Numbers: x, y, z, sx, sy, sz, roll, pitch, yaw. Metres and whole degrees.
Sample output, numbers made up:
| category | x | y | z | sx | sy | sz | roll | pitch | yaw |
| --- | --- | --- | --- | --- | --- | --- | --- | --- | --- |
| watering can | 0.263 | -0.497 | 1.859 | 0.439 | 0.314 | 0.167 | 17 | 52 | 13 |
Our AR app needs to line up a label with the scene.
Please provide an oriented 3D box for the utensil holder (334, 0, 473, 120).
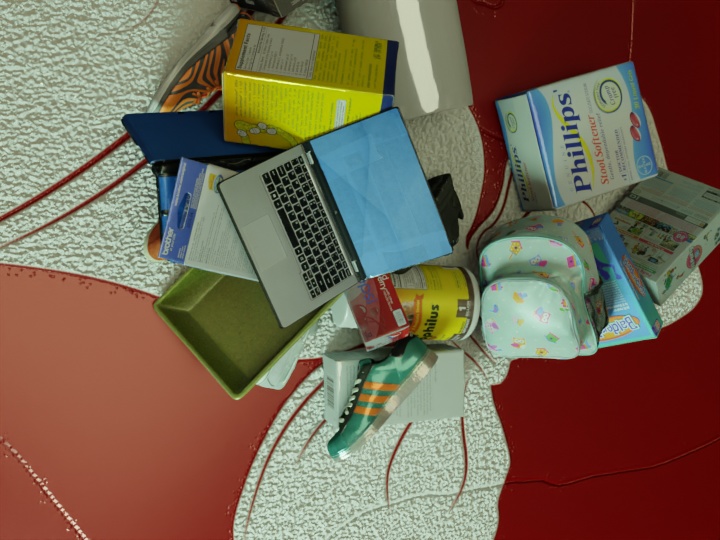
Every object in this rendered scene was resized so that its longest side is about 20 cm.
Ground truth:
| category | x | y | z | sx | sy | sz | roll | pitch | yaw |
| --- | --- | --- | --- | --- | --- | --- | --- | --- | --- |
| utensil holder | 0.061 | -0.310 | 1.106 | 0.169 | 0.170 | 0.201 | -16 | 100 | -18 |

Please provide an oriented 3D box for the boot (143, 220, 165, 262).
| category | x | y | z | sx | sy | sz | roll | pitch | yaw |
| --- | --- | --- | --- | --- | --- | --- | --- | --- | --- |
| boot | -0.212 | -0.087 | 1.070 | 0.075 | 0.107 | 0.200 | 52 | 49 | -25 |

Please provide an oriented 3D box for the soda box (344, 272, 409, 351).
| category | x | y | z | sx | sy | sz | roll | pitch | yaw |
| --- | --- | --- | --- | --- | --- | --- | --- | --- | --- |
| soda box | 0.000 | 0.000 | 1.061 | 0.063 | 0.070 | 0.201 | -21 | 75 | -3 |

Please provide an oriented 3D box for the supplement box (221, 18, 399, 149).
| category | x | y | z | sx | sy | sz | roll | pitch | yaw |
| --- | --- | --- | --- | --- | --- | --- | --- | --- | --- |
| supplement box | -0.060 | -0.218 | 0.981 | 0.199 | 0.110 | 0.109 | 8 | 51 | -2 |

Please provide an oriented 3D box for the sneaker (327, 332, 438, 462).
| category | x | y | z | sx | sy | sz | roll | pitch | yaw |
| --- | --- | --- | --- | --- | --- | --- | --- | --- | --- |
| sneaker | 0.013 | 0.166 | 1.097 | 0.080 | 0.071 | 0.200 | 42 | 84 | 0 |

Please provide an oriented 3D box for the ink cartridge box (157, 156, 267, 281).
| category | x | y | z | sx | sy | sz | roll | pitch | yaw |
| --- | --- | --- | --- | --- | --- | --- | --- | --- | --- |
| ink cartridge box | -0.145 | -0.053 | 0.956 | 0.199 | 0.042 | 0.120 | 14 | 89 | -43 |

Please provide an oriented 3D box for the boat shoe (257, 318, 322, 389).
| category | x | y | z | sx | sy | sz | roll | pitch | yaw |
| --- | --- | --- | --- | --- | --- | --- | --- | --- | --- |
| boat shoe | -0.095 | 0.072 | 1.131 | 0.071 | 0.070 | 0.201 | 30 | 83 | -36 |

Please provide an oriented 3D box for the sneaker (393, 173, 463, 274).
| category | x | y | z | sx | sy | sz | roll | pitch | yaw |
| --- | --- | --- | --- | --- | --- | --- | --- | --- | --- |
| sneaker | 0.101 | -0.055 | 1.155 | 0.091 | 0.076 | 0.200 | 56 | 48 | -23 |

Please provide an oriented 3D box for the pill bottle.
| category | x | y | z | sx | sy | sz | roll | pitch | yaw |
| --- | --- | --- | --- | --- | --- | --- | --- | --- | --- |
| pill bottle | 0.063 | 0.045 | 1.157 | 0.199 | 0.109 | 0.110 | 3 | 92 | -20 |

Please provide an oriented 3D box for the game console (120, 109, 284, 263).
| category | x | y | z | sx | sy | sz | roll | pitch | yaw |
| --- | --- | --- | --- | --- | --- | --- | --- | --- | --- |
| game console | -0.183 | -0.113 | 1.015 | 0.199 | 0.118 | 0.172 | -11 | 106 | -36 |

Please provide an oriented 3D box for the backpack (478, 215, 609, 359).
| category | x | y | z | sx | sy | sz | roll | pitch | yaw |
| --- | --- | --- | --- | --- | --- | --- | --- | --- | --- |
| backpack | 0.257 | 0.027 | 1.170 | 0.153 | 0.175 | 0.201 | -33 | 116 | -54 |

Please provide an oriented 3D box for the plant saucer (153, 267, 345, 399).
| category | x | y | z | sx | sy | sz | roll | pitch | yaw |
| --- | --- | --- | --- | --- | --- | --- | --- | --- | --- |
| plant saucer | -0.141 | 0.043 | 1.064 | 0.200 | 0.200 | 0.048 | -46 | 150 | -6 |

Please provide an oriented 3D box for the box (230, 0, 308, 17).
| category | x | y | z | sx | sy | sz | roll | pitch | yaw |
| --- | --- | --- | --- | --- | --- | --- | --- | --- | --- |
| box | -0.068 | -0.411 | 1.055 | 0.200 | 0.158 | 0.050 | -38 | 127 | -14 |

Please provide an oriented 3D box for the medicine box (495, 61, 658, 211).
| category | x | y | z | sx | sy | sz | roll | pitch | yaw |
| --- | --- | --- | --- | --- | --- | --- | --- | --- | --- |
| medicine box | 0.333 | -0.205 | 1.243 | 0.199 | 0.103 | 0.183 | -19 | 99 | -19 |

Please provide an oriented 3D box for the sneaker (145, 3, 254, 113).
| category | x | y | z | sx | sy | sz | roll | pitch | yaw |
| --- | --- | --- | --- | --- | --- | --- | --- | --- | --- |
| sneaker | -0.187 | -0.249 | 1.066 | 0.112 | 0.078 | 0.200 | 41 | 80 | -16 |

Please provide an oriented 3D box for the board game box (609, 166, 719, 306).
| category | x | y | z | sx | sy | sz | roll | pitch | yaw |
| --- | --- | --- | --- | --- | --- | --- | --- | --- | --- |
| board game box | 0.472 | -0.059 | 1.276 | 0.200 | 0.147 | 0.064 | -43 | 134 | -13 |

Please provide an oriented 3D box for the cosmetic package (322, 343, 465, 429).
| category | x | y | z | sx | sy | sz | roll | pitch | yaw |
| --- | --- | --- | --- | --- | --- | --- | --- | --- | --- |
| cosmetic package | 0.049 | 0.167 | 1.179 | 0.199 | 0.071 | 0.102 | -2 | 94 | -19 |

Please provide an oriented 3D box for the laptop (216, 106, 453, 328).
| category | x | y | z | sx | sy | sz | roll | pitch | yaw |
| --- | --- | --- | --- | --- | --- | --- | --- | --- | --- |
| laptop | -0.026 | -0.059 | 0.935 | 0.200 | 0.116 | 0.188 | -31 | 106 | -31 |

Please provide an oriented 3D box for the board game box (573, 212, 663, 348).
| category | x | y | z | sx | sy | sz | roll | pitch | yaw |
| --- | --- | --- | --- | --- | --- | --- | --- | --- | --- |
| board game box | 0.350 | 0.024 | 1.238 | 0.045 | 0.152 | 0.201 | -43 | 109 | -44 |
